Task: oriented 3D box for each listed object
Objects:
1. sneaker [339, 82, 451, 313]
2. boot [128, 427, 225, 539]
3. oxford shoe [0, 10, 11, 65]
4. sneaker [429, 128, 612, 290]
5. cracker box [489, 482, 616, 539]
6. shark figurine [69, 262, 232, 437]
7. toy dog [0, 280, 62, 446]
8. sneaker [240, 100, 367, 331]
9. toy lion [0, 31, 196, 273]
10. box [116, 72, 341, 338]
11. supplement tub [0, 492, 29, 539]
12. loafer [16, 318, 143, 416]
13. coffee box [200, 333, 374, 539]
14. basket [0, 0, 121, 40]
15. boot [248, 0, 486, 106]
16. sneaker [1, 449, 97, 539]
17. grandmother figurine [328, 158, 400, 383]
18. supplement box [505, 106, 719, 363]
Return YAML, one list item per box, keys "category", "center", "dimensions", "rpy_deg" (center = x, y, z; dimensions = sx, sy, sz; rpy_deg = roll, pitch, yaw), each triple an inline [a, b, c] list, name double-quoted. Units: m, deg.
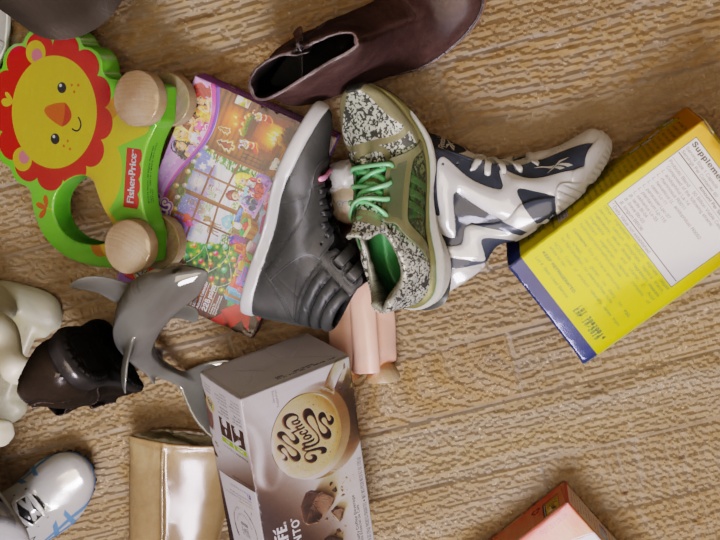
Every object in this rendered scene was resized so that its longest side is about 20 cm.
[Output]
- category: "sneaker"
  center: [0.019, -0.054, 1.148]
  dimensions: [0.077, 0.089, 0.201]
  rpy_deg: [-11, 99, 31]
- category: "boot"
  center: [-0.211, 0.246, 1.319]
  dimensions: [0.174, 0.066, 0.201]
  rpy_deg: [3, 104, -8]
- category: "oxford shoe"
  center: [-0.358, -0.184, 1.237]
  dimensions: [0.075, 0.058, 0.201]
  rpy_deg: [19, 101, 5]
- category: "sneaker"
  center: [0.108, -0.088, 1.206]
  dimensions: [0.199, 0.080, 0.130]
  rpy_deg: [-37, 97, 12]
- category: "cracker box"
  center: [0.203, 0.316, 1.298]
  dimensions: [0.134, 0.058, 0.200]
  rpy_deg: [-41, 97, 12]
- category: "shark figurine"
  center: [-0.184, 0.076, 1.218]
  dimensions: [0.127, 0.090, 0.215]
  rpy_deg: [1, 146, 4]
- category: "toy dog"
  center: [-0.370, 0.073, 1.221]
  dimensions: [0.193, 0.200, 0.140]
  rpy_deg: [33, 103, -3]
- category: "sneaker"
  center: [-0.029, -0.039, 1.189]
  dimensions: [0.099, 0.071, 0.201]
  rpy_deg: [20, 110, 9]
- category: "toy lion"
  center: [-0.243, -0.108, 1.224]
  dimensions: [0.191, 0.069, 0.201]
  rpy_deg: [8, 99, 24]
- category: "box"
  center: [-0.118, -0.057, 1.253]
  dimensions: [0.136, 0.039, 0.201]
  rpy_deg: [23, 103, 0]
- category: "supplement tub"
  center: [-0.392, 0.208, 1.254]
  dimensions: [0.200, 0.122, 0.123]
  rpy_deg: [42, 106, 35]
- category: "loafer"
  center: [-0.248, 0.087, 1.216]
  dimensions: [0.071, 0.200, 0.073]
  rpy_deg: [-31, 80, 3]
- category: "coffee box"
  center: [-0.062, 0.173, 1.240]
  dimensions: [0.113, 0.080, 0.201]
  rpy_deg: [-19, 114, -29]
- category: "basket"
  center: [-0.276, -0.279, 1.122]
  dimensions: [0.179, 0.200, 0.137]
  rpy_deg: [-5, 71, 13]
- category: "boot"
  center: [0.010, -0.186, 1.147]
  dimensions: [0.199, 0.166, 0.073]
  rpy_deg: [-24, 97, 10]
- category: "sneaker"
  center: [-0.331, 0.242, 1.321]
  dimensions: [0.200, 0.072, 0.072]
  rpy_deg: [-36, 96, 10]
- category: "grandmother figurine"
  center: [0.000, 0.000, 1.247]
  dimensions: [0.121, 0.061, 0.201]
  rpy_deg: [-7, 104, -3]
- category: "supplement box"
  center: [0.235, -0.032, 1.192]
  dimensions: [0.200, 0.110, 0.109]
  rpy_deg: [-37, 97, 12]
